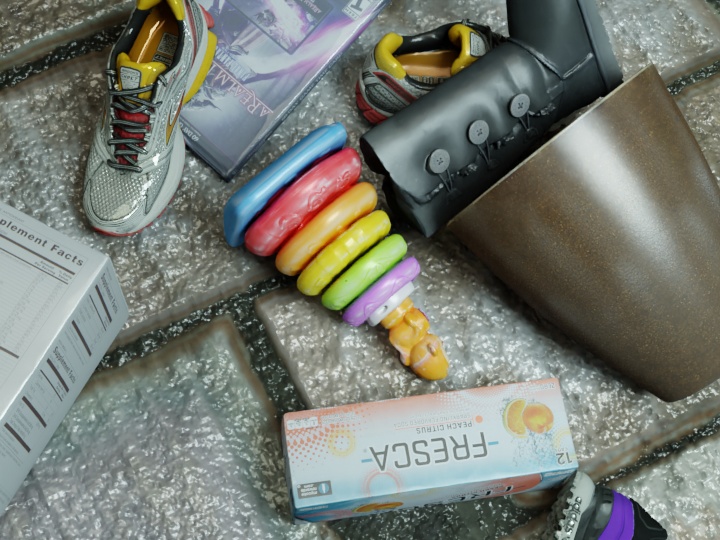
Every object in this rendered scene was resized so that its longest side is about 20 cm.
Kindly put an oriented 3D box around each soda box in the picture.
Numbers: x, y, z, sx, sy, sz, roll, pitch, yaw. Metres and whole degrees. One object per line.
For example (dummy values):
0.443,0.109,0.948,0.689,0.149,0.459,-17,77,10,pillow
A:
0.046,0.127,0.774,0.198,0.064,0.069,-7,67,-7,soda box

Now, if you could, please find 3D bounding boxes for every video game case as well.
-0.092,-0.191,0.895,0.143,0.019,0.200,41,86,13,video game case

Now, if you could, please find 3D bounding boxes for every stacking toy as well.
0.000,0.000,0.816,0.110,0.116,0.200,-40,86,-16,stacking toy

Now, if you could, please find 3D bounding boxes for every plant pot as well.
0.195,-0.012,0.801,0.187,0.187,0.200,-37,89,-18,plant pot

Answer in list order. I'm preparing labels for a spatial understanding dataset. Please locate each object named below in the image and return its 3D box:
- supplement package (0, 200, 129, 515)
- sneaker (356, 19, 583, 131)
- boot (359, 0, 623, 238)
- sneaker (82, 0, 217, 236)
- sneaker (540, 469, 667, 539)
-0.260,0.068,0.750,0.113,0.110,0.201,27,67,7,supplement package
0.099,-0.154,0.882,0.198,0.082,0.078,-5,67,-8,sneaker
0.080,-0.144,0.805,0.199,0.066,0.165,-35,115,-3,boot
-0.172,-0.125,0.843,0.077,0.082,0.202,12,83,10,sneaker
0.153,0.240,0.731,0.099,0.070,0.201,24,67,3,sneaker
